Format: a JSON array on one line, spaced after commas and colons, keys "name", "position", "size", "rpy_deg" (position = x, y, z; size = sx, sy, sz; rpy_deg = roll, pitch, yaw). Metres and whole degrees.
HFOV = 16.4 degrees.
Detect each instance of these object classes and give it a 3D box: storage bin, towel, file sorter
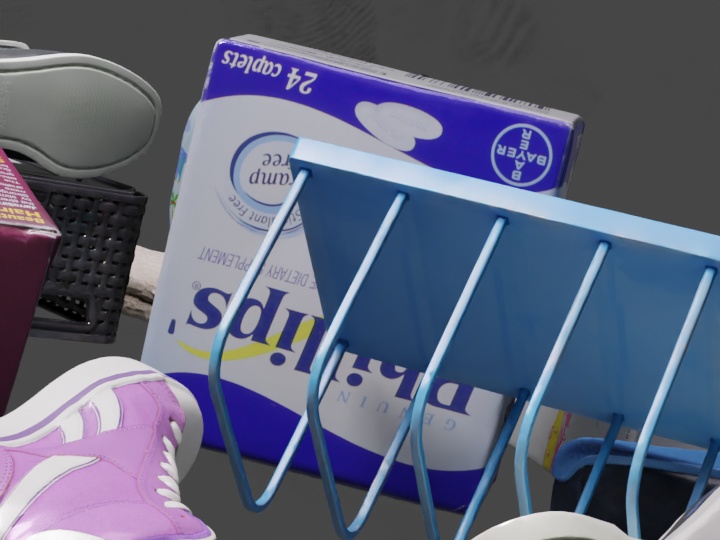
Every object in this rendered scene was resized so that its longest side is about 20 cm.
[{"name": "storage bin", "position": [-0.239, -0.029, 1.506], "size": [0.135, 0.095, 0.199], "rpy_deg": [8, 7, -44]}, {"name": "towel", "position": [-0.138, 0.009, 1.666], "size": [0.199, 0.035, 0.132], "rpy_deg": [17, 6, 31]}, {"name": "file sorter", "position": [0.049, 0.052, 1.068], "size": [0.199, 0.123, 0.139], "rpy_deg": [15, -35, 20]}]

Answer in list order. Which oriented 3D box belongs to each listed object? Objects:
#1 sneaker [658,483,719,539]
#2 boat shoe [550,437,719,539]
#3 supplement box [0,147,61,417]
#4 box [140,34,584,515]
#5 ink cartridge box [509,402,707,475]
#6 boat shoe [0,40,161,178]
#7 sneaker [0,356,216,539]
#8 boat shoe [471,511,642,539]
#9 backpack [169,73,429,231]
[{"name": "sneaker", "position": [0.136, 0.142, 0.874], "size": [0.112, 0.073, 0.200], "rpy_deg": [50, 42, 7]}, {"name": "boat shoe", "position": [0.182, 0.124, 1.169], "size": [0.198, 0.069, 0.084], "rpy_deg": [10, 4, -3]}, {"name": "supplement box", "position": [-0.239, -0.019, 1.202], "size": [0.130, 0.104, 0.200], "rpy_deg": [12, 17, -25]}, {"name": "box", "position": [0.000, 0.000, 1.250], "size": [0.182, 0.202, 0.105], "rpy_deg": [14, 7, 5]}, {"name": "ink cartridge box", "position": [0.187, 0.060, 1.385], "size": [0.144, 0.146, 0.200], "rpy_deg": [11, 7, -16]}, {"name": "boat shoe", "position": [-0.203, -0.099, 1.430], "size": [0.199, 0.076, 0.060], "rpy_deg": [8, 13, -46]}, {"name": "sneaker", "position": [-0.082, 0.092, 0.887], "size": [0.114, 0.073, 0.200], "rpy_deg": [20, 18, 19]}, {"name": "boat shoe", "position": [0.115, 0.142, 0.973], "size": [0.199, 0.073, 0.062], "rpy_deg": [17, 45, -44]}, {"name": "backpack", "position": [-0.026, -0.056, 1.808], "size": [0.198, 0.185, 0.147], "rpy_deg": [5, 8, -25]}]
